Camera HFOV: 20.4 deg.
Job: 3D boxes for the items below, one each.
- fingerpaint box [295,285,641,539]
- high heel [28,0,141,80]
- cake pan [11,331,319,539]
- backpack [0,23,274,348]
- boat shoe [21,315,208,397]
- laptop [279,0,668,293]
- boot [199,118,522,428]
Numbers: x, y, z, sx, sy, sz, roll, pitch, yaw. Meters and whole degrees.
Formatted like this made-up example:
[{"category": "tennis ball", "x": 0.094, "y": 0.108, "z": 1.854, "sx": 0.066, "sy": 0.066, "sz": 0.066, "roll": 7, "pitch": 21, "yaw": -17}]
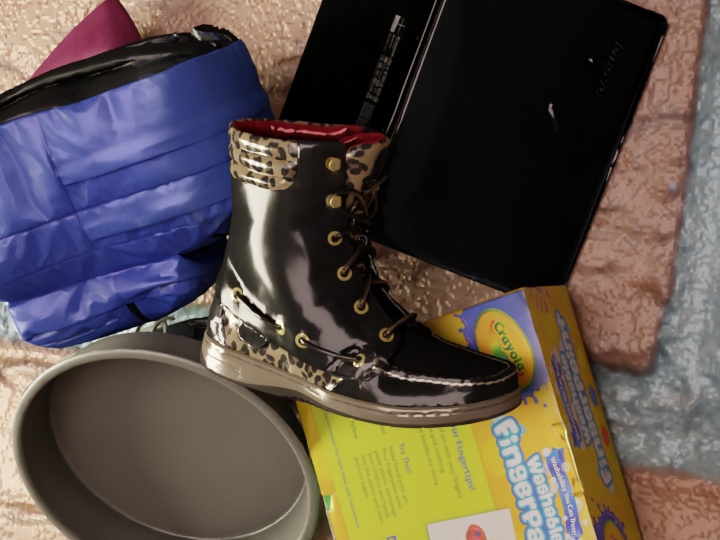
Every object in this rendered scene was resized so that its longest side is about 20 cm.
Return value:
[{"category": "fingerpaint box", "x": 0.066, "y": 0.128, "z": 1.185, "sx": 0.166, "sy": 0.073, "sz": 0.202, "roll": -20, "pitch": 82, "yaw": 26}, {"category": "high heel", "x": -0.234, "y": -0.115, "z": 1.360, "sx": 0.198, "sy": 0.067, "sz": 0.097, "roll": -13, "pitch": 91, "yaw": 12}, {"category": "cake pan", "x": -0.118, "y": 0.117, "z": 1.247, "sx": 0.198, "sy": 0.037, "sz": 0.202, "roll": 9, "pitch": 129, "yaw": 11}, {"category": "backpack", "x": -0.141, "y": -0.056, "z": 1.242, "sx": 0.199, "sy": 0.163, "sz": 0.169, "roll": -22, "pitch": 102, "yaw": 15}, {"category": "boat shoe", "x": -0.131, "y": 0.067, "z": 1.300, "sx": 0.198, "sy": 0.062, "sz": 0.076, "roll": -11, "pitch": 81, "yaw": 27}, {"category": "laptop", "x": 0.057, "y": -0.105, "z": 1.239, "sx": 0.200, "sy": 0.115, "sz": 0.189, "roll": 32, "pitch": 104, "yaw": 54}, {"category": "boot", "x": 0.000, "y": 0.000, "z": 1.123, "sx": 0.199, "sy": 0.073, "sz": 0.152, "roll": 12, "pitch": 107, "yaw": 30}]
